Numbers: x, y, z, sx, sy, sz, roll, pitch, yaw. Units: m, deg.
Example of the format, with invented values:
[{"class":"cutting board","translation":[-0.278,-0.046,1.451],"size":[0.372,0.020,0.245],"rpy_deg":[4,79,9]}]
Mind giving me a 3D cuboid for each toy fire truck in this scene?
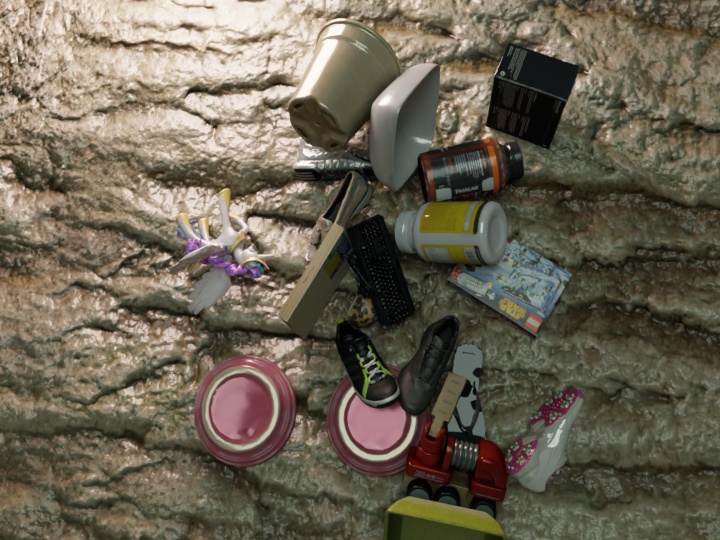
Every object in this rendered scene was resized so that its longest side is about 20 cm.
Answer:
[{"class":"toy fire truck","translation":[0.173,0.302,1.259],"size":[0.171,0.129,0.205],"rpy_deg":[12,109,4]}]

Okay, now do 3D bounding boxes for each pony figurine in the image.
[{"class":"pony figurine","translation":[-0.283,-0.037,1.414],"size":[0.190,0.168,0.202],"rpy_deg":[-29,59,-10]}]

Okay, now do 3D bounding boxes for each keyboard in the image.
[{"class":"keyboard","translation":[0.033,0.009,1.344],"size":[0.102,0.040,0.204],"rpy_deg":[-24,102,-15]}]

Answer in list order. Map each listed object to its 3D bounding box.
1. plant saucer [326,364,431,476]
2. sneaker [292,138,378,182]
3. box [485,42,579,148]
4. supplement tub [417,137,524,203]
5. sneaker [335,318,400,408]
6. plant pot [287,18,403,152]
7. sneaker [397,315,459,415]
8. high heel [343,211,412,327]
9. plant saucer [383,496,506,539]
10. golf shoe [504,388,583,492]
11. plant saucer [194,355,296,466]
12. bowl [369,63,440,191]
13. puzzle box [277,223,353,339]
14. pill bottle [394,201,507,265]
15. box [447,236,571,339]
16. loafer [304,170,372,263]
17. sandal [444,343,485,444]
[{"class":"plant saucer","translation":[0.032,0.272,1.341],"size":[0.194,0.051,0.207],"rpy_deg":[-1,75,5]},{"class":"sneaker","translation":[-0.038,-0.244,1.469],"size":[0.194,0.075,0.119],"rpy_deg":[3,73,7]},{"class":"box","translation":[0.321,-0.327,1.387],"size":[0.138,0.200,0.080],"rpy_deg":[24,78,11]},{"class":"supplement tub","translation":[0.213,-0.194,1.412],"size":[0.194,0.107,0.110],"rpy_deg":[-12,75,2]},{"class":"sneaker","translation":[0.001,0.163,1.313],"size":[0.071,0.084,0.200],"rpy_deg":[-28,43,-15]},{"class":"plant pot","translation":[-0.043,-0.339,1.406],"size":[0.197,0.202,0.186],"rpy_deg":[26,64,11]},{"class":"sneaker","translation":[0.123,0.163,1.314],"size":[0.074,0.091,0.203],"rpy_deg":[25,61,0]},{"class":"high heel","translation":[0.000,0.000,1.400],"size":[0.140,0.071,0.204],"rpy_deg":[-24,83,-8]},{"class":"plant saucer","translation":[0.137,0.447,1.230],"size":[0.194,0.203,0.049],"rpy_deg":[9,47,8]},{"class":"golf shoe","translation":[0.339,0.302,1.302],"size":[0.200,0.075,0.092],"rpy_deg":[-47,105,-13]},{"class":"plant saucer","translation":[-0.218,0.259,1.362],"size":[0.194,0.051,0.207],"rpy_deg":[-1,75,5]},{"class":"bowl","translation":[0.077,-0.277,1.386],"size":[0.073,0.203,0.201],"rpy_deg":[20,48,19]},{"class":"puzzle box","translation":[-0.077,0.023,1.373],"size":[0.025,0.133,0.203],"rpy_deg":[28,78,19]},{"class":"pill bottle","translation":[0.165,-0.071,1.356],"size":[0.196,0.111,0.115],"rpy_deg":[4,74,36]},{"class":"box","translation":[0.281,0.017,1.386],"size":[0.198,0.040,0.138],"rpy_deg":[33,80,13]},{"class":"loafer","translation":[-0.054,-0.103,1.427],"size":[0.071,0.063,0.202],"rpy_deg":[26,79,46]},{"class":"sandal","translation":[0.190,0.235,1.338],"size":[0.074,0.043,0.206],"rpy_deg":[-1,76,5]}]
